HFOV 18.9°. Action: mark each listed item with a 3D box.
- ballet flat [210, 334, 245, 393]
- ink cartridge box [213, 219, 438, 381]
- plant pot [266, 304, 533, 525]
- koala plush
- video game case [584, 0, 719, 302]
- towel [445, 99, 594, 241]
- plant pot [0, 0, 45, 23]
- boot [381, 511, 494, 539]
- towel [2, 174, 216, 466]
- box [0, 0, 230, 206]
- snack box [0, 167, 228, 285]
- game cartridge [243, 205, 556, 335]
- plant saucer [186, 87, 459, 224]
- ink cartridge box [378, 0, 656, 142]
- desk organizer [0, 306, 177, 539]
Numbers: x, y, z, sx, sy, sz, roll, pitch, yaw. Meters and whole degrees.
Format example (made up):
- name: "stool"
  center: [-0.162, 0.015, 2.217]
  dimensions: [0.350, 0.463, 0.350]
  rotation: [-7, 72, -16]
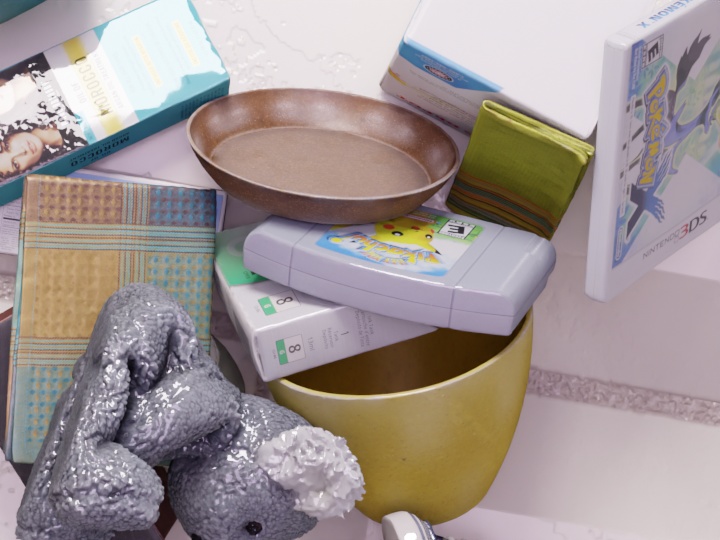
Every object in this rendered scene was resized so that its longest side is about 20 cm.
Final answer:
- name: "ballet flat"
  center: [-0.160, 0.040, 1.581]
  dimensions: [0.200, 0.064, 0.068]
  rotation: [43, 75, -11]
- name: "ink cartridge box"
  center: [0.000, 0.000, 1.556]
  dimensions: [0.198, 0.161, 0.050]
  rotation: [-18, 118, -9]
- name: "plant pot"
  center: [0.034, 0.099, 1.560]
  dimensions: [0.198, 0.200, 0.143]
  rotation: [-13, 116, -5]
- name: "koala plush"
  center: [-0.103, 0.121, 1.457]
  dimensions: [0.199, 0.177, 0.185]
  rotation: [22, 70, -13]
- name: "video game case"
  center: [0.223, -0.099, 1.529]
  dimensions: [0.022, 0.182, 0.201]
  rotation: [23, 128, 33]
- name: "towel"
  center: [0.111, -0.064, 1.555]
  dimensions: [0.085, 0.200, 0.018]
  rotation: [23, 72, 3]
- name: "plant pot"
  center: [-0.315, -0.248, 1.550]
  dimensions: [0.187, 0.200, 0.201]
  rotation: [-31, 89, 10]
- name: "boot"
  center: [0.067, 0.209, 1.541]
  dimensions: [0.090, 0.200, 0.073]
  rotation: [-16, 70, -4]
- name: "towel"
  center: [-0.175, 0.037, 1.533]
  dimensions: [0.145, 0.022, 0.202]
  rotation: [4, 86, -20]
- name: "box"
  center: [-0.202, -0.127, 1.597]
  dimensions: [0.199, 0.049, 0.083]
  rotation: [-27, 80, -11]
- name: "snack box"
  center: [-0.202, -0.039, 1.619]
  dimensions: [0.198, 0.024, 0.073]
  rotation: [9, 87, -3]
- name: "game cartridge"
  center: [0.026, -0.009, 1.510]
  dimensions: [0.198, 0.133, 0.041]
  rotation: [14, 118, 15]
- name: "plant saucer"
  center: [-0.028, -0.080, 1.565]
  dimensions: [0.198, 0.201, 0.035]
  rotation: [7, 116, -4]
- name: "ink cartridge box"
  center: [0.114, -0.176, 1.561]
  dimensions: [0.146, 0.200, 0.147]
  rotation: [27, 84, -2]
- name: "desk organizer"
  center: [-0.212, 0.119, 1.581]
  dimensions: [0.071, 0.077, 0.201]
  rotation: [-28, 99, 16]
